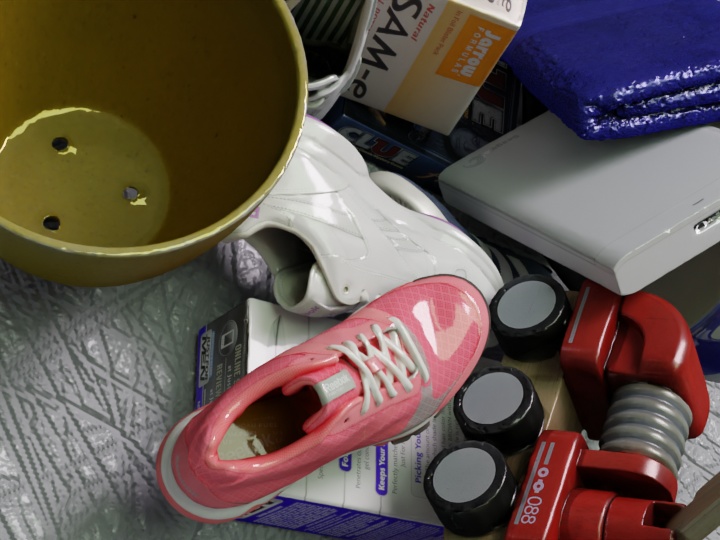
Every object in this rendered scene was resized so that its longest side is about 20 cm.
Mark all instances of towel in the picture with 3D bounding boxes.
[{"bbox_3d":[0.160,-0.138,1.060,0.146,0.200,0.050,-15,121,-12],"label":"towel"}]

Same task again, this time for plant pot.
[{"bbox_3d":[-0.137,-0.071,0.870,0.198,0.142,0.202,6,65,-12],"label":"plant pot"}]

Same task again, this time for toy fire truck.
[{"bbox_3d":[0.150,0.086,0.888,0.177,0.198,0.129,-65,145,-34],"label":"toy fire truck"}]

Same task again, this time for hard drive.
[{"bbox_3d":[0.149,-0.053,1.007,0.131,0.200,0.026,-29,118,-16],"label":"hard drive"}]

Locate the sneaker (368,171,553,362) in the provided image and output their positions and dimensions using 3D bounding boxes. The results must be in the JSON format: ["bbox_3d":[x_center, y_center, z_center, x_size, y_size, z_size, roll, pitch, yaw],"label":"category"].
[{"bbox_3d":[0.073,0.005,1.061,0.200,0.075,0.085,49,42,-15],"label":"sneaker"}]

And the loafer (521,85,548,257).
[{"bbox_3d":[0.141,-0.103,1.156,0.067,0.071,0.202,8,64,9],"label":"loafer"}]

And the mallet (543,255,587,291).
[{"bbox_3d":[0.188,-0.036,1.019,0.066,0.199,0.041,45,49,-19],"label":"mallet"}]

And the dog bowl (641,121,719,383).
[{"bbox_3d":[0.232,-0.033,1.103,0.078,0.200,0.202,20,60,-27],"label":"dog bowl"}]

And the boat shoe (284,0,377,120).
[{"bbox_3d":[-0.036,-0.125,0.938,0.073,0.201,0.067,13,54,-8],"label":"boat shoe"}]

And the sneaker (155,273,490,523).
[{"bbox_3d":[-0.008,0.064,0.857,0.199,0.087,0.074,-31,85,-19],"label":"sneaker"}]

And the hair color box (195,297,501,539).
[{"bbox_3d":[0.003,0.095,0.970,0.199,0.065,0.110,16,62,-32],"label":"hair color box"}]

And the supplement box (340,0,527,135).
[{"bbox_3d":[-0.011,-0.170,1.001,0.198,0.126,0.074,19,59,-9],"label":"supplement box"}]

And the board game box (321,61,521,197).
[{"bbox_3d":[0.047,-0.153,1.127,0.135,0.035,0.202,23,59,-27],"label":"board game box"}]

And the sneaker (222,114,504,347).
[{"bbox_3d":[0.000,0.000,0.952,0.199,0.075,0.100,36,61,-25],"label":"sneaker"}]
